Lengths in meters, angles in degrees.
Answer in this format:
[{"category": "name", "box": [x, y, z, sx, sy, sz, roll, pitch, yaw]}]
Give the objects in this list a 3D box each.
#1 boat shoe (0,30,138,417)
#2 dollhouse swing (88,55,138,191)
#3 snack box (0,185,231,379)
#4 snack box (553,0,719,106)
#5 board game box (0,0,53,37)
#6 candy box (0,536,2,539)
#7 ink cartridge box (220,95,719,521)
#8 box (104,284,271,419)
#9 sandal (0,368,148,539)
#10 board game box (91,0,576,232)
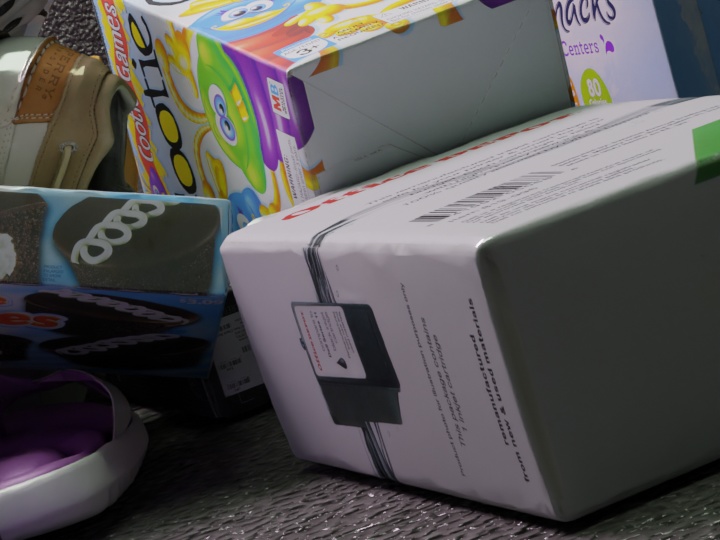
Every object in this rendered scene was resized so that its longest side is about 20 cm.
[{"category": "boat shoe", "box": [-0.117, -0.004, 1.009, 0.068, 0.200, 0.075, 11, 50, 11]}, {"category": "dollhouse swing", "box": [-0.193, 0.018, 1.214, 0.200, 0.176, 0.182, -11, 37, 5]}, {"category": "snack box", "box": [-0.147, 0.003, 0.911, 0.199, 0.037, 0.116, 3, -17, -5]}, {"category": "snack box", "box": [0.107, -0.098, 1.107, 0.068, 0.169, 0.200, -19, 9, -20]}, {"category": "board game box", "box": [-0.212, -0.053, 1.002, 0.200, 0.043, 0.199, -33, -12, -32]}, {"category": "candy box", "box": [-0.216, 0.056, 0.740, 0.200, 0.168, 0.072, -14, 8, 16]}, {"category": "ink cartridge box", "box": [0.064, 0.005, 0.806, 0.146, 0.083, 0.200, -21, 9, -21]}, {"category": "box", "box": [0.000, 0.000, 1.086, 0.200, 0.051, 0.158, -21, 9, -19]}, {"category": "sandal", "box": [-0.117, 0.057, 0.942, 0.082, 0.050, 0.203, -16, 6, -9]}, {"category": "board game box", "box": [-0.011, -0.061, 0.988, 0.105, 0.103, 0.200, -22, 22, -20]}]
